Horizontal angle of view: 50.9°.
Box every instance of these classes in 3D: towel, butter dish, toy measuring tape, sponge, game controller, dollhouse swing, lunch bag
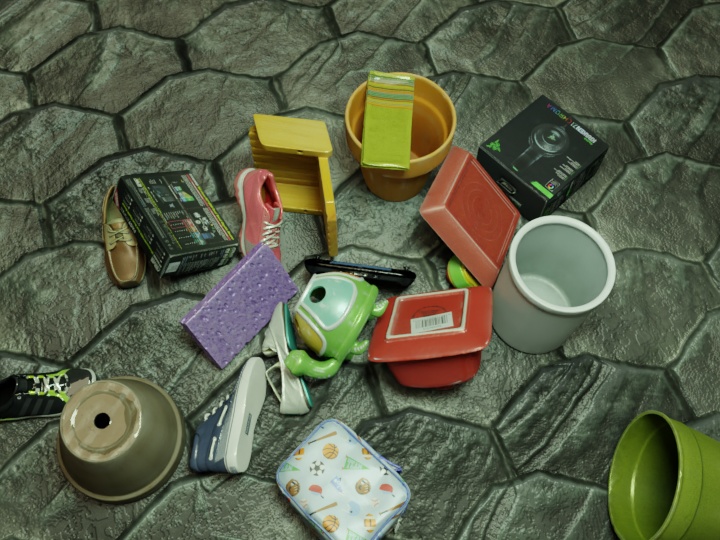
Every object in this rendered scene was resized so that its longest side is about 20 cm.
[{"bbox_3d":[0.048,-0.263,1.316,0.085,0.018,0.202,4,63,2],"label":"towel"},{"bbox_3d":[0.128,0.131,1.256,0.198,0.149,0.200,-8,26,15],"label":"butter dish"},{"bbox_3d":[0.186,0.035,1.339,0.073,0.074,0.202,4,63,1],"label":"toy measuring tape"},{"bbox_3d":[-0.206,0.059,1.306,0.200,0.112,0.030,-47,30,-22],"label":"sponge"},{"bbox_3d":[0.000,0.000,1.341,0.198,0.104,0.043,7,85,2],"label":"game controller"},{"bbox_3d":[-0.119,-0.139,1.354,0.180,0.201,0.178,6,63,2],"label":"dollhouse swing"},{"bbox_3d":[-0.022,0.340,1.179,0.200,0.076,0.160,40,67,19],"label":"lunch bag"}]

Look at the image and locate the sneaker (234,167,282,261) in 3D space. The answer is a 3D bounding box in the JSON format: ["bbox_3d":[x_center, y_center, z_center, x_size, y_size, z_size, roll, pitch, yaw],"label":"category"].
[{"bbox_3d":[-0.173,-0.084,1.346,0.073,0.086,0.202,-16,99,-39],"label":"sneaker"}]

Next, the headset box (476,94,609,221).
[{"bbox_3d":[0.340,-0.210,1.458,0.199,0.093,0.174,-38,69,-18],"label":"headset box"}]

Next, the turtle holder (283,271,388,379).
[{"bbox_3d":[-0.051,0.089,1.267,0.131,0.141,0.187,30,98,-5],"label":"turtle holder"}]

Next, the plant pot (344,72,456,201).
[{"bbox_3d":[0.069,-0.230,1.413,0.198,0.184,0.202,1,62,-1],"label":"plant pot"}]

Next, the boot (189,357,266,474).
[{"bbox_3d":[-0.217,0.232,1.236,0.089,0.073,0.201,-4,50,18],"label":"boot"}]

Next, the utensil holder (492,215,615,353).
[{"bbox_3d":[0.310,0.033,1.268,0.168,0.201,0.172,2,62,-3],"label":"utensil holder"}]

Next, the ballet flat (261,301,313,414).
[{"bbox_3d":[-0.134,0.150,1.284,0.069,0.070,0.202,-13,67,-8],"label":"ballet flat"}]

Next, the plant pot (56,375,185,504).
[{"bbox_3d":[-0.375,0.245,1.154,0.198,0.174,0.202,3,68,-6],"label":"plant pot"}]

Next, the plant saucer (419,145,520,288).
[{"bbox_3d":[0.208,-0.101,1.344,0.200,0.037,0.200,47,47,-19],"label":"plant saucer"}]

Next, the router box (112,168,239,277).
[{"bbox_3d":[-0.333,-0.089,1.364,0.149,0.062,0.201,-13,59,-44],"label":"router box"}]

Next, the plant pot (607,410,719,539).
[{"bbox_3d":[0.509,0.336,1.138,0.191,0.201,0.202,17,63,-6],"label":"plant pot"}]

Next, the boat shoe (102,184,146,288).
[{"bbox_3d":[-0.440,-0.066,1.381,0.075,0.074,0.202,-13,63,-7],"label":"boat shoe"}]

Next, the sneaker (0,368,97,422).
[{"bbox_3d":[-0.534,0.202,1.235,0.198,0.083,0.072,-15,64,-9],"label":"sneaker"}]
